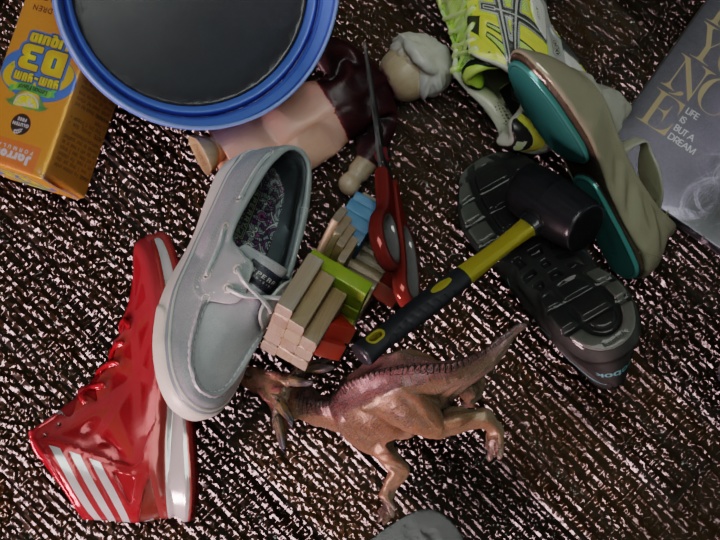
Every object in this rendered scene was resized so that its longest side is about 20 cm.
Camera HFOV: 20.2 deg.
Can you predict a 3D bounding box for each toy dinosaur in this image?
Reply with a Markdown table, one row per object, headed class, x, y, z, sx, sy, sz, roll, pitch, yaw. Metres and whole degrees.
| class | x | y | z | sx | sy | sz | roll | pitch | yaw |
| --- | --- | --- | --- | --- | --- | --- | --- | --- | --- |
| toy dinosaur | 0.013 | 0.084 | 1.343 | 0.135 | 0.199 | 0.086 | 36 | 41 | -30 |

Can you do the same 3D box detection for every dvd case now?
| class | x | y | z | sx | sy | sz | roll | pitch | yaw |
| --- | --- | --- | --- | --- | --- | --- | --- | --- | --- |
| dvd case | 0.282 | -0.113 | 1.478 | 0.148 | 0.016 | 0.200 | 35 | 75 | 9 |

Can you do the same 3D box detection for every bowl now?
| class | x | y | z | sx | sy | sz | roll | pitch | yaw |
| --- | --- | --- | --- | --- | --- | --- | --- | --- | --- |
| bowl | -0.114 | -0.197 | 1.385 | 0.199 | 0.039 | 0.202 | -1 | 95 | -15 |

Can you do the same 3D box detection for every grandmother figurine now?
| class | x | y | z | sx | sy | sz | roll | pitch | yaw |
| --- | --- | --- | --- | --- | --- | --- | --- | --- | --- |
| grandmother figurine | -0.023 | -0.116 | 1.452 | 0.199 | 0.061 | 0.122 | -27 | 103 | -12 |

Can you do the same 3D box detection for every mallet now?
| class | x | y | z | sx | sy | sz | roll | pitch | yaw |
| --- | --- | --- | --- | --- | --- | --- | --- | --- | --- |
| mallet | 0.068 | -0.006 | 1.346 | 0.199 | 0.041 | 0.066 | -31 | 50 | -18 |

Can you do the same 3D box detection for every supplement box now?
| class | x | y | z | sx | sy | sz | roll | pitch | yaw |
| --- | --- | --- | --- | --- | --- | --- | --- | --- | --- |
| supplement box | -0.203 | -0.157 | 1.427 | 0.066 | 0.069 | 0.201 | 16 | 86 | 20 |

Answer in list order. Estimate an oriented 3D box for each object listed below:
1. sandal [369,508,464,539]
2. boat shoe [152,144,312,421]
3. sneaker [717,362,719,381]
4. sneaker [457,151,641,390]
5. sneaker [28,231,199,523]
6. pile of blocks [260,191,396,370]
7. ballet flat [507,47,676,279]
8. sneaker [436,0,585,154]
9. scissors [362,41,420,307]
| class | x | y | z | sx | sy | sz | roll | pitch | yaw |
| --- | --- | --- | --- | --- | --- | --- | --- | --- | --- |
| sandal | -0.016 | 0.226 | 1.351 | 0.200 | 0.045 | 0.075 | -36 | 78 | -11 |
| boat shoe | -0.080 | 0.001 | 1.343 | 0.070 | 0.071 | 0.202 | 30 | 60 | -28 |
| sneaker | 0.351 | 0.027 | 1.406 | 0.146 | 0.077 | 0.203 | 35 | 74 | 11 |
| sneaker | 0.128 | 0.003 | 1.413 | 0.075 | 0.079 | 0.201 | -27 | 56 | -4 |
| sneaker | -0.172 | 0.073 | 1.377 | 0.115 | 0.078 | 0.201 | -4 | 72 | -4 |
| pile of blocks | 0.000 | 0.000 | 1.364 | 0.062 | 0.082 | 0.200 | 29 | 32 | 3 |
| ballet flat | 0.166 | -0.085 | 1.399 | 0.069 | 0.069 | 0.201 | -37 | 120 | -12 |
| sneaker | 0.094 | -0.173 | 1.449 | 0.076 | 0.075 | 0.201 | -18 | 69 | -40 |
| scissors | 0.018 | -0.065 | 1.395 | 0.014 | 0.073 | 0.201 | -19 | 50 | 17 |
